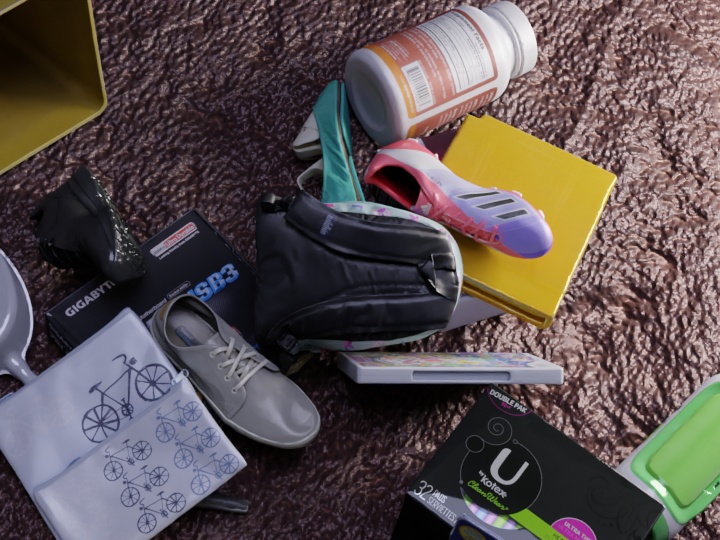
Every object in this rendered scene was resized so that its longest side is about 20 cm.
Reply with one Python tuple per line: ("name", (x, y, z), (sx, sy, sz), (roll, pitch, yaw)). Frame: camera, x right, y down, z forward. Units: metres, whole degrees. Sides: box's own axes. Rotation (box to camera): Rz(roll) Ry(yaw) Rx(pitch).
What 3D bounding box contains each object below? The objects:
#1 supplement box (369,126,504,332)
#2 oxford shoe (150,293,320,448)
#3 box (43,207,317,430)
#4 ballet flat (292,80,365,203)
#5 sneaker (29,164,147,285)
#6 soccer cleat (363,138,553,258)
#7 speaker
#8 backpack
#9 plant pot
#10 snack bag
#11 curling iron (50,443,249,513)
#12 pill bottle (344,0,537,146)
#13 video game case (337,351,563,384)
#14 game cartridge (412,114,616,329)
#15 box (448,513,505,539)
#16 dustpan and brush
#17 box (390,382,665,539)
("supplement box", (0.095, -0.045, 1.754), (0.108, 0.061, 0.201), (-16, 62, -18))
("oxford shoe", (-0.121, 0.095, 1.583), (0.200, 0.058, 0.075), (40, 58, 12))
("box", (-0.176, 0.064, 1.654), (0.199, 0.050, 0.199), (-36, 71, -26))
("ballet flat", (-0.036, -0.119, 1.777), (0.070, 0.068, 0.202), (-11, 58, 1))
("sneaker", (-0.272, -0.028, 1.652), (0.090, 0.076, 0.200), (-33, 31, -6))
("soccer cleat", (0.096, -0.062, 1.650), (0.199, 0.067, 0.076), (33, 41, 17))
("speaker", (0.323, 0.184, 1.638), (0.088, 0.089, 0.200), (43, 62, 17))
("backpack", (0.000, 0.000, 1.605), (0.198, 0.127, 0.169), (1, 101, 3))
("plant pot", (-0.403, -0.235, 1.723), (0.199, 0.201, 0.176), (-36, 59, -26))
("snack bag", (-0.233, 0.157, 1.553), (0.188, 0.021, 0.201), (-35, 75, -2))
("curling iron", (-0.201, 0.196, 1.579), (0.198, 0.026, 0.050), (17, 65, 1))
("pill bottle", (0.091, -0.222, 1.830), (0.199, 0.113, 0.113), (-26, 66, -23))
("video game case", (0.084, 0.095, 1.629), (0.198, 0.143, 0.018), (1, 92, -9))
("game cartridge", (0.151, -0.056, 1.718), (0.175, 0.033, 0.201), (26, 57, 7))
("box", (0.120, 0.290, 1.471), (0.121, 0.201, 0.032), (31, 51, 12))
("dustpan and brush", (-0.356, 0.071, 1.624), (0.200, 0.057, 0.140), (40, 72, 22))
("box", (0.152, 0.237, 1.555), (0.199, 0.125, 0.149), (34, 61, 13))
